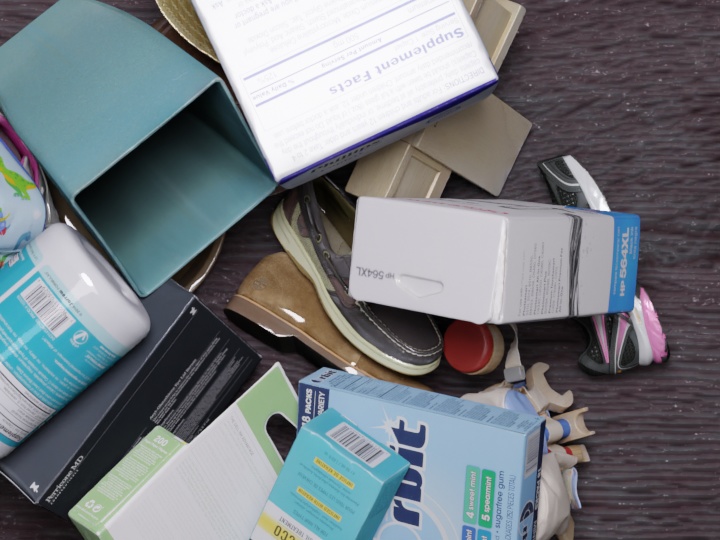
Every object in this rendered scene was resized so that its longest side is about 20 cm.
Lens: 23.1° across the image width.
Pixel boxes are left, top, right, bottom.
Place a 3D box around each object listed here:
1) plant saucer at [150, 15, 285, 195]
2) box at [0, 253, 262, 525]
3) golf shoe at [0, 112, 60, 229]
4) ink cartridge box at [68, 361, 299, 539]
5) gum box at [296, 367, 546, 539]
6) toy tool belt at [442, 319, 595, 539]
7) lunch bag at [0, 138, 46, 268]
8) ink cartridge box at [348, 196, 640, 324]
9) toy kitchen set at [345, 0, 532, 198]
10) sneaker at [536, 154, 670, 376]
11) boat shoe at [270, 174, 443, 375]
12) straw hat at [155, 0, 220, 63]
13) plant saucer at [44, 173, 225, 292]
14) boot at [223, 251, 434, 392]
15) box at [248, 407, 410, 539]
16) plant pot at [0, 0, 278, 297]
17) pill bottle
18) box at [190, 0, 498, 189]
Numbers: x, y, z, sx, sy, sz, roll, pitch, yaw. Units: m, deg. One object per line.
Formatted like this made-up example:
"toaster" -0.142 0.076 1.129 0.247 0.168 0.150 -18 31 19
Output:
"plant saucer" -0.106 -0.155 1.480 0.200 0.034 0.201 0 66 -1
"box" -0.189 0.107 1.417 0.079 0.141 0.200 34 82 27
"golf shoe" -0.278 -0.043 1.423 0.075 0.092 0.200 -29 95 -20
"ink cartridge box" -0.124 0.179 1.427 0.048 0.146 0.200 24 60 42
"gum box" 0.042 0.181 1.405 0.200 0.045 0.170 12 109 27
"toy tool belt" 0.130 0.137 1.467 0.125 0.123 0.200 -16 79 34
"lunch bag" -0.347 -0.029 1.369 0.161 0.082 0.200 50 117 21
"ink cartridge box" 0.108 -0.011 1.391 0.146 0.200 0.084 9 96 37
"toy kitchen set" 0.033 -0.154 1.498 0.180 0.163 0.200 25 91 31
"sneaker" 0.186 -0.002 1.492 0.086 0.080 0.200 -23 80 5
"boat shoe" 0.000 0.000 1.451 0.073 0.065 0.200 -23 62 -43
"straw hat" -0.074 -0.246 1.429 0.201 0.085 0.201 0 89 2
"plant saucer" -0.211 -0.052 1.495 0.200 0.029 0.200 0 83 -3
"boot" -0.011 0.055 1.479 0.200 0.074 0.076 32 73 3
"box" -0.040 0.214 1.405 0.082 0.049 0.200 33 118 17
"plant pot" -0.192 -0.116 1.371 0.141 0.141 0.200 -40 55 -9
"pill bottle" -0.263 0.065 1.319 0.200 0.111 0.111 -40 88 1
"box" -0.020 -0.188 1.331 0.184 0.105 0.200 -25 88 0
